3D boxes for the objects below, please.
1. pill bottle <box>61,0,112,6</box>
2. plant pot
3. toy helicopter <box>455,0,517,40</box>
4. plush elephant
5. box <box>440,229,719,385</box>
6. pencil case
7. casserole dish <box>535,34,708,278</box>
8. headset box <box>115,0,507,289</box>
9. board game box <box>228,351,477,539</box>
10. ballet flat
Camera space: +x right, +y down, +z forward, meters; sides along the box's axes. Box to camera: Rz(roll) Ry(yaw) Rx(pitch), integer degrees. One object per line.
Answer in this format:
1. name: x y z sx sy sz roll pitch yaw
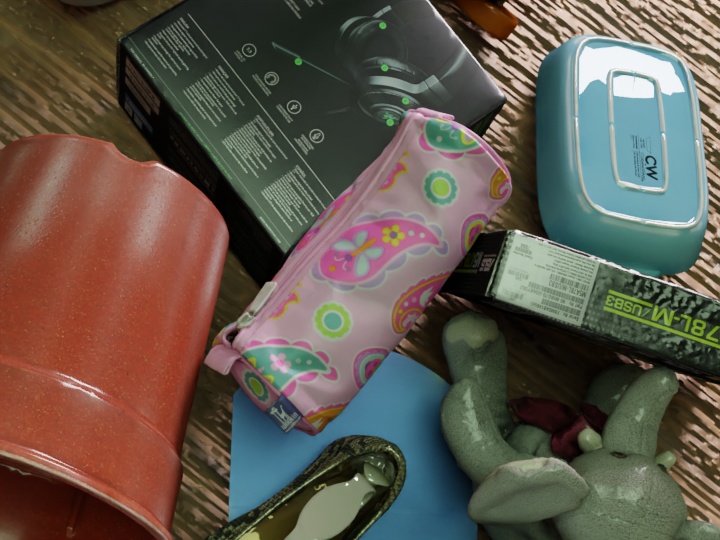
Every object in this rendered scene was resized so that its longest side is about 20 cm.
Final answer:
1. pill bottle: -0.202 -0.286 0.893 0.109 0.110 0.201 -29 80 -17
2. plant pot: -0.171 0.043 0.765 0.199 0.201 0.196 18 62 -4
3. toy helicopter: 0.050 -0.234 0.895 0.132 0.200 0.079 47 110 19
4. plush elephant: 0.132 0.117 0.783 0.164 0.155 0.201 26 66 -22
5. box: 0.156 0.026 0.820 0.199 0.193 0.048 19 86 -5
6. pencil case: 0.000 0.000 0.775 0.087 0.087 0.200 40 79 3
7. casserole dish: 0.182 -0.086 0.921 0.120 0.039 0.201 9 61 -10
8. headset box: -0.029 -0.116 0.881 0.200 0.093 0.174 -37 82 -19
9. board game box: -0.007 0.148 0.836 0.157 0.039 0.202 4 78 -14
10. ballet flat: -0.050 0.163 0.760 0.200 0.075 0.068 -41 89 -18
